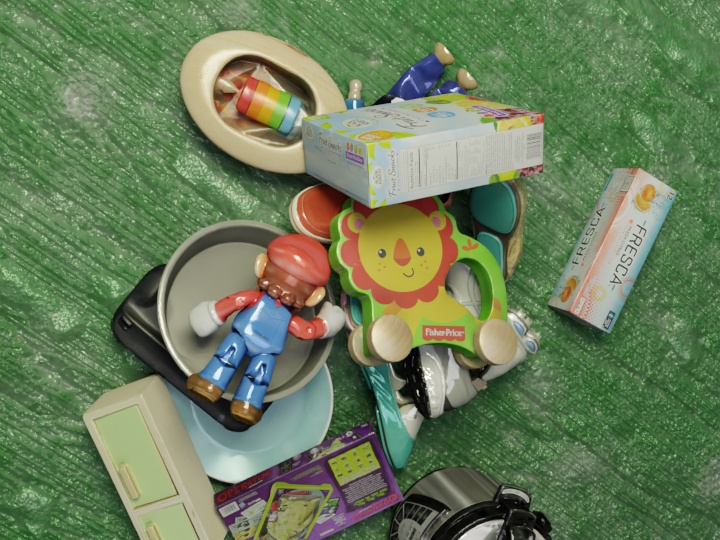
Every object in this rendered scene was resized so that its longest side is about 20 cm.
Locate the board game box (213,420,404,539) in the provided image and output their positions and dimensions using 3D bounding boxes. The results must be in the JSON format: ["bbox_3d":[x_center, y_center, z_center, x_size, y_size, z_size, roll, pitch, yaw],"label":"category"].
[{"bbox_3d":[-0.057,0.265,0.949,0.198,0.032,0.121,-24,118,-4],"label":"board game box"}]

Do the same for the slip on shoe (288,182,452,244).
[{"bbox_3d":[0.015,-0.075,0.900,0.198,0.061,0.075,-7,72,-24],"label":"slip on shoe"}]

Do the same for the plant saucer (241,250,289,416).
[{"bbox_3d":[-0.093,0.074,0.956,0.069,0.019,0.202,-17,101,-12],"label":"plant saucer"}]

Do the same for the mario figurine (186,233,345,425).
[{"bbox_3d":[-0.096,0.054,0.840,0.124,0.105,0.201,47,65,-43],"label":"mario figurine"}]

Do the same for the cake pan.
[{"bbox_3d":[-0.123,0.045,0.880,0.198,0.037,0.203,8,69,-23],"label":"cake pan"}]

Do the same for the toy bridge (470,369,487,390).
[{"bbox_3d":[0.107,0.063,1.003,0.067,0.027,0.201,-33,102,-11],"label":"toy bridge"}]

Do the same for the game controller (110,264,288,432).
[{"bbox_3d":[-0.175,0.087,0.899,0.200,0.042,0.105,41,79,-8],"label":"game controller"}]

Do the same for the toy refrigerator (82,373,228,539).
[{"bbox_3d":[-0.224,0.226,0.899,0.075,0.070,0.202,-19,102,10],"label":"toy refrigerator"}]

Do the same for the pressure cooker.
[{"bbox_3d":[0.137,0.338,0.951,0.177,0.200,0.178,-25,103,-10],"label":"pressure cooker"}]

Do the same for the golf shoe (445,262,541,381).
[{"bbox_3d":[0.125,0.044,0.956,0.097,0.078,0.201,-40,102,-5],"label":"golf shoe"}]

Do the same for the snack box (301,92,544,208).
[{"bbox_3d":[0.060,-0.130,0.836,0.198,0.168,0.069,-15,114,-22],"label":"snack box"}]

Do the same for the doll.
[{"bbox_3d":[0.038,-0.173,0.948,0.136,0.048,0.200,45,87,-10],"label":"doll"}]

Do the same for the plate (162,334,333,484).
[{"bbox_3d":[-0.130,0.146,0.937,0.197,0.026,0.203,-1,99,-4],"label":"plate"}]

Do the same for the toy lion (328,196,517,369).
[{"bbox_3d":[0.063,0.003,0.853,0.198,0.069,0.194,4,78,-22],"label":"toy lion"}]

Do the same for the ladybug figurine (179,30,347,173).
[{"bbox_3d":[-0.104,-0.181,0.896,0.198,0.072,0.137,28,89,-16],"label":"ladybug figurine"}]

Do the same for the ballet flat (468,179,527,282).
[{"bbox_3d":[0.163,-0.062,0.942,0.070,0.071,0.201,-24,144,-11],"label":"ballet flat"}]

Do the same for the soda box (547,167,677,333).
[{"bbox_3d":[0.319,-0.028,1.031,0.068,0.064,0.202,27,89,-16],"label":"soda box"}]

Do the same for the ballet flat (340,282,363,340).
[{"bbox_3d":[0.000,0.000,0.933,0.068,0.071,0.202,9,57,-14],"label":"ballet flat"}]

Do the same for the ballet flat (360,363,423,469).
[{"bbox_3d":[0.043,0.142,0.968,0.070,0.067,0.202,-15,99,15],"label":"ballet flat"}]

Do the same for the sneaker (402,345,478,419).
[{"bbox_3d":[0.084,0.062,0.923,0.078,0.074,0.203,-11,91,-17],"label":"sneaker"}]
